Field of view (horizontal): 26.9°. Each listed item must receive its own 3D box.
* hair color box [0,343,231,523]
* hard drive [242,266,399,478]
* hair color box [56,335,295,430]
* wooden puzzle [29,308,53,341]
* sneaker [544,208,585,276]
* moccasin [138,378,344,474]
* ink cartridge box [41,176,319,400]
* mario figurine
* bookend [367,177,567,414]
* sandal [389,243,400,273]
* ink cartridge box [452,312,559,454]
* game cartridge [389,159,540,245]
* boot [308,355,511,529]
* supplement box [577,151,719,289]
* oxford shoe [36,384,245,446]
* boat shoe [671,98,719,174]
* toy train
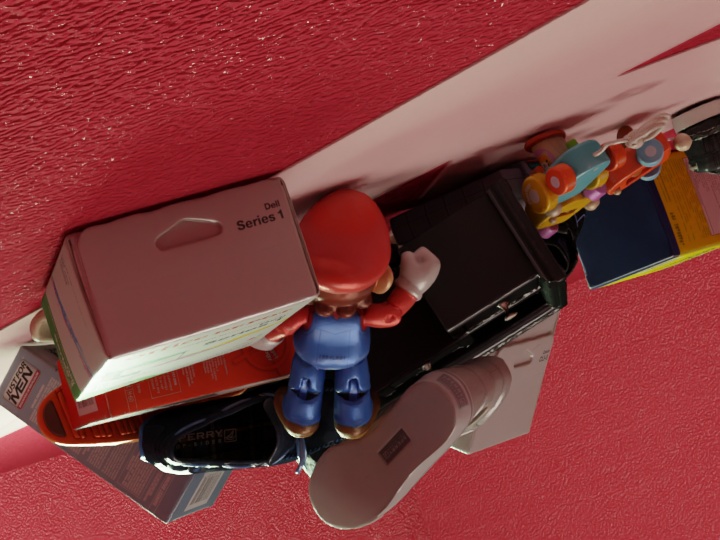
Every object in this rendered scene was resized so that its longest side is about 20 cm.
[{"bbox_3d":[-0.218,0.141,1.352,0.061,0.200,0.099,-60,164,10],"label":"hair color box"},{"bbox_3d":[0.006,0.102,1.357,0.200,0.140,0.033,-42,-176,-35],"label":"hard drive"},{"bbox_3d":[-0.129,0.073,1.205,0.199,0.061,0.101,-13,176,-29],"label":"hair color box"},{"bbox_3d":[-0.146,0.027,1.227,0.199,0.046,0.185,-20,174,8],"label":"wooden puzzle"},{"bbox_3d":[0.183,-0.024,1.456,0.078,0.070,0.200,-10,-156,41],"label":"sneaker"},{"bbox_3d":[-0.080,0.138,1.234,0.199,0.081,0.068,-14,-171,-27],"label":"moccasin"},{"bbox_3d":[-0.126,0.017,1.007,0.144,0.084,0.200,-17,173,-19],"label":"ink cartridge box"},{"bbox_3d":[-0.016,0.024,1.135,0.123,0.106,0.201,-19,131,-35],"label":"mario figurine"},{"bbox_3d":[0.062,0.031,1.223,0.198,0.092,0.200,-32,169,2],"label":"bookend"},{"bbox_3d":[0.000,0.000,1.310,0.075,0.045,0.200,-4,-177,-2],"label":"sandal"},{"bbox_3d":[0.075,0.079,1.529,0.200,0.145,0.145,19,-166,30],"label":"ink cartridge box"},{"bbox_3d":[0.132,-0.066,1.340,0.129,0.038,0.200,-28,170,35],"label":"game cartridge"},{"bbox_3d":[0.045,0.140,1.227,0.095,0.074,0.200,-17,160,-49],"label":"boot"},{"bbox_3d":[0.317,-0.059,1.615,0.109,0.109,0.200,-24,172,38],"label":"supplement box"},{"bbox_3d":[-0.185,0.115,1.273,0.200,0.071,0.073,-12,161,-36],"label":"oxford shoe"},{"bbox_3d":[0.328,-0.114,1.376,0.075,0.061,0.200,-22,174,26],"label":"boat shoe"},{"bbox_3d":[0.189,-0.093,1.203,0.150,0.056,0.200,-34,168,7],"label":"toy train"}]
